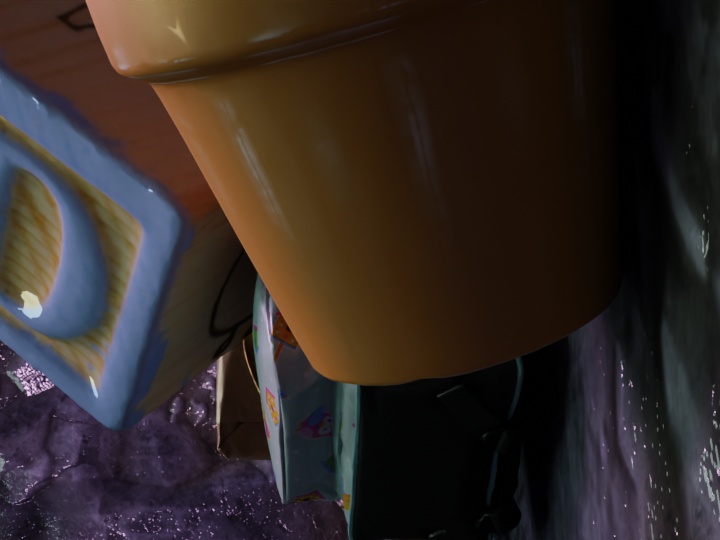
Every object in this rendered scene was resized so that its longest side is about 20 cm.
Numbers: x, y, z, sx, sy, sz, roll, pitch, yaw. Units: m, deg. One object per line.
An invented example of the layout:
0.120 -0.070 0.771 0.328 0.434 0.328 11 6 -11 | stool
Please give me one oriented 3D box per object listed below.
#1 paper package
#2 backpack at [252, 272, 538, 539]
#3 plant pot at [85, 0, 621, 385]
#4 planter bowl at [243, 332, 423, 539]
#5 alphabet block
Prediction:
-0.018 0.079 1.149 0.200 0.190 0.104 -108 19 -80 | paper package
0.019 0.030 0.769 0.176 0.153 0.200 87 -172 -45 | backpack
0.016 -0.065 0.523 0.200 0.200 0.184 -100 -7 -76 | plant pot
0.025 0.077 0.916 0.083 0.200 0.200 -42 18 17 | planter bowl
-0.129 -0.064 0.832 0.200 0.196 0.195 -39 -18 -43 | alphabet block
